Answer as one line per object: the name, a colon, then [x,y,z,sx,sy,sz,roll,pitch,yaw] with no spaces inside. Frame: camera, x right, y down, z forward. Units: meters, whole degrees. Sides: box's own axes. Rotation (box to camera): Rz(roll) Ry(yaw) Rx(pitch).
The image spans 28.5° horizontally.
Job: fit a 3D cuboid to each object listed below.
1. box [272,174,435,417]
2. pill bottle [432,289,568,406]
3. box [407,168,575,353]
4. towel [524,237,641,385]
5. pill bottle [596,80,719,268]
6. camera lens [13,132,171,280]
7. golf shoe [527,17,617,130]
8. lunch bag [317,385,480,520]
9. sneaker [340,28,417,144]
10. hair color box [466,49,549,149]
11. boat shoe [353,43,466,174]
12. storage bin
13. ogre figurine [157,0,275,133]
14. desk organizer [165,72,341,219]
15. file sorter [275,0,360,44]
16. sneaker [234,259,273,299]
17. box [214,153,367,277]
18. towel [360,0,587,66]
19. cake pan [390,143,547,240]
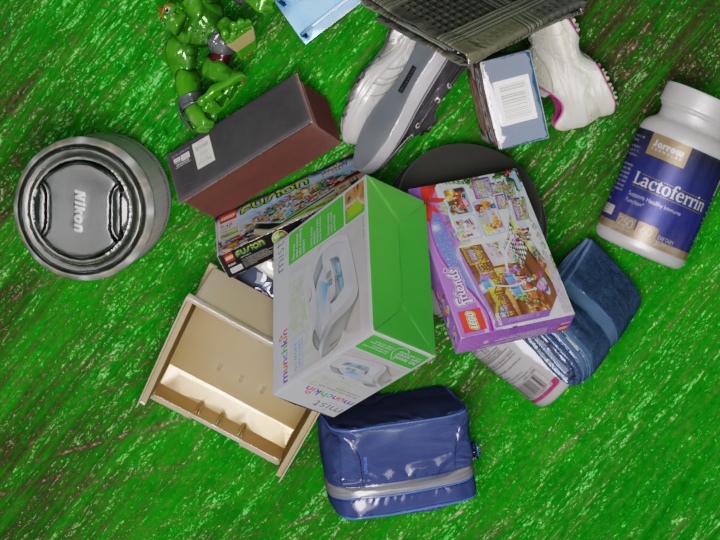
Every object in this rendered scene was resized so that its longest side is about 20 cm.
box: [-0.010,0.031,1.565,0.096,0.202,0.176,23,140,-34]
pill bottle: [0.175,0.061,1.710,0.199,0.113,0.114,39,97,-4]
box: [0.143,-0.013,1.596,0.135,0.039,0.202,-10,61,-13]
towel: [0.260,0.047,1.664,0.112,0.200,0.049,45,130,3]
pill bottle: [0.368,-0.114,1.683,0.115,0.116,0.202,22,97,-2]
camera lens: [-0.307,-0.079,1.657,0.158,0.200,0.162,0,98,1]
golf shoe: [0.227,-0.259,1.689,0.091,0.075,0.201,-30,95,8]
lunch bag: [0.051,0.227,1.718,0.198,0.136,0.134,-7,102,-9]
sneaker: [0.052,-0.227,1.695,0.099,0.078,0.201,32,99,-8]
hair color box: [0.166,-0.198,1.631,0.060,0.200,0.101,-13,98,2]
boat shoe: [0.066,-0.193,1.652,0.066,0.070,0.201,25,101,-30]
storage bin: [-0.142,0.128,1.706,0.199,0.094,0.200,27,122,-3]
ogre figurine: [-0.176,-0.272,1.666,0.097,0.201,0.120,-21,54,-31]
desk organizer: [-0.128,-0.145,1.706,0.199,0.077,0.072,-29,62,20]
file sorter: [-0.070,-0.389,1.651,0.138,0.123,0.201,-35,95,5]
sneaker: [-0.073,0.055,1.740,0.199,0.075,0.085,37,103,2]
box: [-0.078,-0.068,1.698,0.198,0.110,0.035,-25,117,4]
towel: [0.125,-0.299,1.606,0.199,0.192,0.035,-28,137,-30]
cake pan: [0.127,-0.070,1.674,0.198,0.037,0.202,3,59,-5]
